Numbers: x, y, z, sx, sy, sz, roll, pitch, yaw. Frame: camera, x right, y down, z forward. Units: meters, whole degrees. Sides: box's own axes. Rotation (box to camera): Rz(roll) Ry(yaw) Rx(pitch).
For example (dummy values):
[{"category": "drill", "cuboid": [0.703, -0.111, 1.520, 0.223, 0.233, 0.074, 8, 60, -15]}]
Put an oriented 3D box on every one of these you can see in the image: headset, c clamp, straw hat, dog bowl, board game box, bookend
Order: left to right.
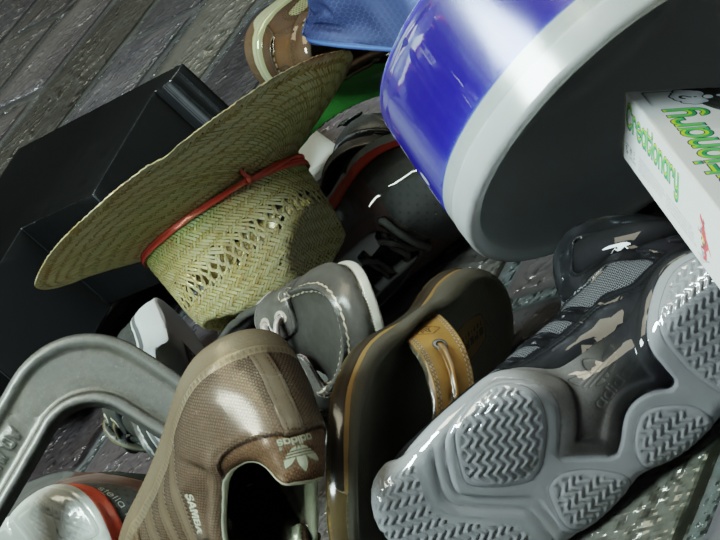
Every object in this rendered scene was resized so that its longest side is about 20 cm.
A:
[{"category": "bookend", "cuboid": [-0.170, 0.002, 1.392, 0.199, 0.092, 0.200, -21, 35, 49]}, {"category": "c clamp", "cuboid": [-0.111, 0.122, 1.082, 0.201, 0.170, 0.027, -54, -2, -1]}, {"category": "straw hat", "cuboid": [-0.060, -0.017, 1.175, 0.200, 0.085, 0.201, -37, -7, -5]}, {"category": "headset", "cuboid": [0.024, -0.085, 1.304, 0.199, 0.094, 0.124, 5, 46, 38]}, {"category": "dog bowl", "cuboid": [0.109, -0.099, 1.062, 0.199, 0.079, 0.201, -31, -24, -15]}, {"category": "board game box", "cuboid": [0.189, -0.031, 0.930, 0.125, 0.035, 0.200, -4, 22, -7]}]

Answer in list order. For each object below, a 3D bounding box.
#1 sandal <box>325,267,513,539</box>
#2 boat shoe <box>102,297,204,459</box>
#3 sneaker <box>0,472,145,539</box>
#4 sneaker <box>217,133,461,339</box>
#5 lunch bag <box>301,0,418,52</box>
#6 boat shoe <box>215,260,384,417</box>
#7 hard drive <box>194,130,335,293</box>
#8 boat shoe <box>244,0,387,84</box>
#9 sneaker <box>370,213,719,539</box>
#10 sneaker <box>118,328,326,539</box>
[{"category": "sandal", "cuboid": [0.036, 0.060, 1.025, 0.054, 0.082, 0.200, 2, 24, 26]}, {"category": "boat shoe", "cuboid": [-0.111, 0.072, 1.256, 0.057, 0.069, 0.200, -39, 15, 4]}, {"category": "sneaker", "cuboid": [-0.163, 0.142, 1.199, 0.082, 0.078, 0.199, -23, 9, -42]}, {"category": "sneaker", "cuboid": [0.000, 0.000, 1.230, 0.199, 0.077, 0.082, -34, 36, 32]}, {"category": "lunch bag", "cuboid": [0.071, -0.179, 1.189, 0.135, 0.134, 0.199, 10, 12, 38]}, {"category": "boat shoe", "cuboid": [-0.035, 0.045, 1.119, 0.057, 0.067, 0.200, -19, -7, -17]}, {"category": "hard drive", "cuboid": [-0.076, -0.043, 1.473, 0.132, 0.026, 0.200, -40, 21, -4]}, {"category": "boat shoe", "cuboid": [0.026, -0.170, 1.349, 0.202, 0.075, 0.075, -45, 22, -20]}, {"category": "sneaker", "cuboid": [0.089, 0.044, 0.979, 0.199, 0.076, 0.114, -32, 21, 2]}, {"category": "sneaker", "cuboid": [-0.057, 0.117, 0.983, 0.070, 0.201, 0.076, -11, 49, -22]}]
